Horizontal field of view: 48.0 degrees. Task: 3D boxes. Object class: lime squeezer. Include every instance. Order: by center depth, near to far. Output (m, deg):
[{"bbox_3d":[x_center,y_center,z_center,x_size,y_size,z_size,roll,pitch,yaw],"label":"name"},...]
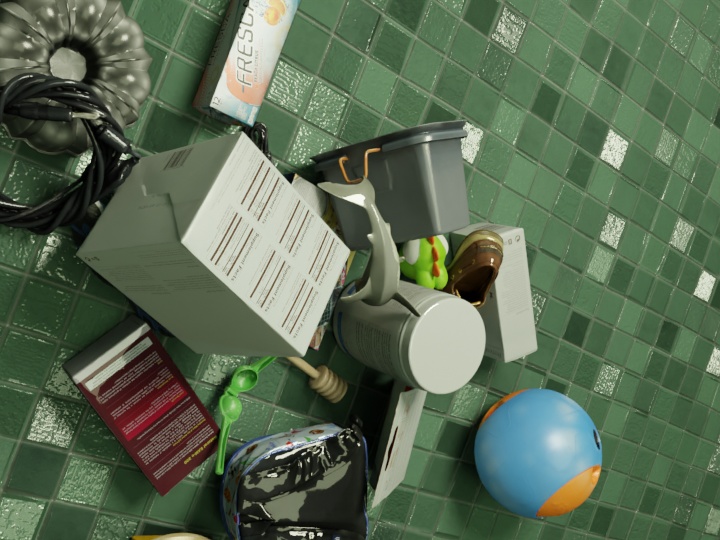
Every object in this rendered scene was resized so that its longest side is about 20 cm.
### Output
[{"bbox_3d":[-0.150,0.166,1.047,0.201,0.070,0.038,-61,146,-22],"label":"lime squeezer"}]

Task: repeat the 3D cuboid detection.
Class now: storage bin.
[{"bbox_3d":[0.043,-0.103,1.039,0.145,0.199,0.136,-17,95,-51],"label":"storage bin"}]

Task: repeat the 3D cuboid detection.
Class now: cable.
[{"bbox_3d":[-0.346,-0.117,0.854,0.199,0.051,0.163,-28,136,16],"label":"cable"}]

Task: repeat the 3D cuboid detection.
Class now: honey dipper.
[{"bbox_3d":[-0.098,0.119,1.118,0.200,0.038,0.038,39,78,-28],"label":"honey dipper"}]

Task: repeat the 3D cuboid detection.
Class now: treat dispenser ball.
[{"bbox_3d":[0.281,0.289,1.286,0.199,0.200,0.203,-6,102,-31],"label":"treat dispenser ball"}]

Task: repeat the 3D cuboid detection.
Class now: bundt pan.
[{"bbox_3d":[-0.321,-0.227,0.891,0.200,0.076,0.204,-6,101,-31],"label":"bundt pan"}]

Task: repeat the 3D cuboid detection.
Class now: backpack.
[{"bbox_3d":[-0.093,0.298,1.084,0.189,0.154,0.202,-4,90,-33],"label":"backpack"}]

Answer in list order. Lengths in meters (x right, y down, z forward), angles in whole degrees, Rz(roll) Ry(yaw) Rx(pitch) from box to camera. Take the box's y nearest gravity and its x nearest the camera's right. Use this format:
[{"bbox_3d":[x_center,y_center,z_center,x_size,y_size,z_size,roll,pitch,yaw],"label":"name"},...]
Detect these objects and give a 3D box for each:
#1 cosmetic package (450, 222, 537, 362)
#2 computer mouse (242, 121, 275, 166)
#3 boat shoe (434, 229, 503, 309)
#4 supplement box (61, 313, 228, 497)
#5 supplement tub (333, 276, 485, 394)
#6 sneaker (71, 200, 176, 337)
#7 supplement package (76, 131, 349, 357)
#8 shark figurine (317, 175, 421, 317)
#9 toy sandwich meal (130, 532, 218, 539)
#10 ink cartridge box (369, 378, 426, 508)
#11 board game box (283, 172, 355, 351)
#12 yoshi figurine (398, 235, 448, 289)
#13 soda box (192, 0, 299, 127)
[{"bbox_3d":[0.207,0.032,1.254,0.074,0.101,0.202,-17,106,-27],"label":"cosmetic package"},{"bbox_3d":[-0.194,-0.108,1.013,0.199,0.044,0.111,-26,117,-32],"label":"computer mouse"},{"bbox_3d":[0.147,0.030,1.180,0.071,0.068,0.201,16,133,-12],"label":"boat shoe"},{"bbox_3d":[-0.264,0.168,1.005,0.109,0.061,0.201,-38,115,-22],"label":"supplement box"},{"bbox_3d":[0.061,0.083,1.111,0.131,0.200,0.133,-7,103,-31],"label":"supplement tub"},{"bbox_3d":[-0.268,-0.012,0.975,0.201,0.075,0.077,55,46,-26],"label":"sneaker"},{"bbox_3d":[-0.157,-0.020,0.893,0.200,0.190,0.148,48,54,-37],"label":"supplement package"},{"bbox_3d":[0.006,-0.005,0.974,0.089,0.128,0.215,-27,140,-19],"label":"shark figurine"},{"bbox_3d":[-0.249,0.427,1.061,0.204,0.070,0.207,-5,101,-26],"label":"toy sandwich meal"},{"bbox_3d":[0.041,0.236,1.150,0.200,0.050,0.164,11,93,-72],"label":"ink cartridge box"},{"bbox_3d":[-0.081,-0.010,1.090,0.135,0.034,0.201,29,76,-32],"label":"board game box"},{"bbox_3d":[0.075,-0.068,1.174,0.112,0.111,0.202,-15,93,-70],"label":"yoshi figurine"},{"bbox_3d":[-0.137,-0.281,0.998,0.063,0.068,0.202,21,89,-33],"label":"soda box"}]
